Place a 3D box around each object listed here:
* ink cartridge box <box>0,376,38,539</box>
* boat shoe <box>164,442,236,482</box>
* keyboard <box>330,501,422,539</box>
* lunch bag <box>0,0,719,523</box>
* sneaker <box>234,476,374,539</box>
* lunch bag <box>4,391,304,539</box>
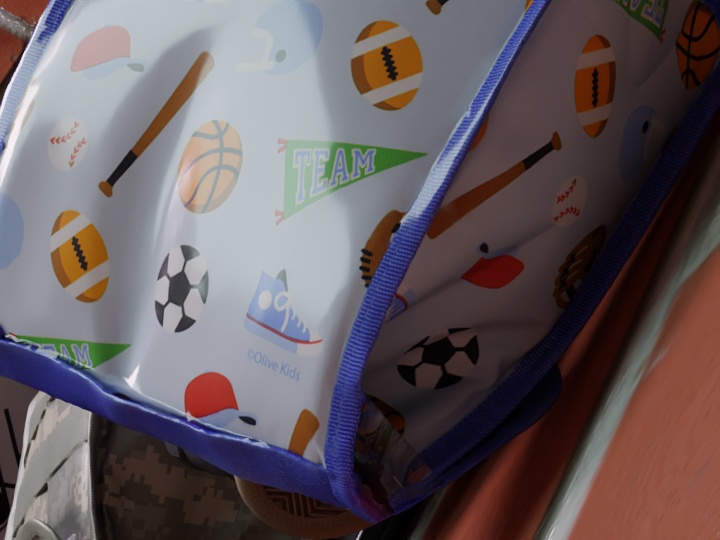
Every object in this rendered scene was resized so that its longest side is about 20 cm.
[{"bbox_3d":[-0.180,0.134,1.229,0.200,0.094,0.044,-57,4,-2],"label":"ink cartridge box"},{"bbox_3d":[0.000,0.000,0.972,0.063,0.073,0.200,-12,30,49],"label":"boat shoe"},{"bbox_3d":[0.014,0.065,1.031,0.127,0.021,0.200,-64,4,-3],"label":"keyboard"},{"bbox_3d":[-0.009,-0.034,0.802,0.200,0.170,0.124,-58,-39,-17],"label":"lunch bag"},{"bbox_3d":[0.030,-0.001,0.914,0.200,0.070,0.109,-52,7,1],"label":"sneaker"},{"bbox_3d":[-0.080,0.113,1.059,0.164,0.117,0.200,124,156,-59],"label":"lunch bag"}]
